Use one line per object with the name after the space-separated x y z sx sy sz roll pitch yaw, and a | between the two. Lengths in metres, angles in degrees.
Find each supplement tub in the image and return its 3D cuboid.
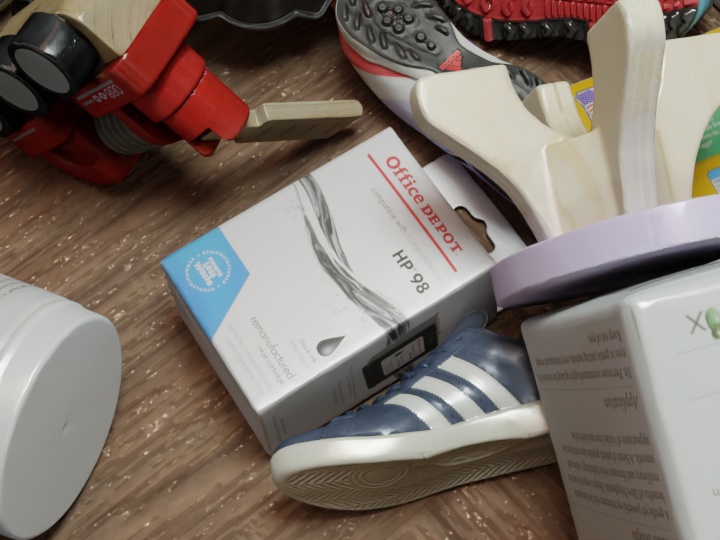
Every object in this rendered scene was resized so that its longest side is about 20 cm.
-0.247 0.053 0.821 0.198 0.132 0.133 18 64 15 | supplement tub

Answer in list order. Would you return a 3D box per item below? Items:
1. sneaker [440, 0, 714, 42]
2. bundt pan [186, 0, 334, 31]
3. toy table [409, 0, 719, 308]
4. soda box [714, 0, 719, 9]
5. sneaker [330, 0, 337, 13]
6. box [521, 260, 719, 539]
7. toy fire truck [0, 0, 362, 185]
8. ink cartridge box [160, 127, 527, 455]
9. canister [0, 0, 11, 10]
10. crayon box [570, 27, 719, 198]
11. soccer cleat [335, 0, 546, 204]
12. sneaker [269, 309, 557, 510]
0.136 -0.186 0.961 0.198 0.080 0.095 20 28 29 | sneaker
-0.064 -0.253 0.906 0.199 0.076 0.205 1 83 -6 | bundt pan
0.125 -0.054 0.762 0.182 0.200 0.119 -8 82 -24 | toy table
0.257 -0.197 0.946 0.063 0.068 0.201 -31 63 -12 | soda box
-0.028 -0.244 1.011 0.086 0.073 0.202 -24 66 31 | sneaker
0.205 0.075 0.697 0.198 0.199 0.173 -14 87 -8 | box
-0.118 -0.105 0.904 0.200 0.175 0.129 40 64 -22 | toy fire truck
0.000 0.000 0.863 0.199 0.067 0.116 -31 63 -12 | ink cartridge box
-0.247 -0.228 0.966 0.086 0.149 0.200 40 69 6 | canister
0.213 -0.038 0.874 0.124 0.052 0.202 -21 62 -6 | crayon box
0.063 -0.099 0.913 0.068 0.073 0.200 -43 73 -14 | soccer cleat
0.043 0.071 0.821 0.197 0.075 0.085 -10 62 -11 | sneaker
